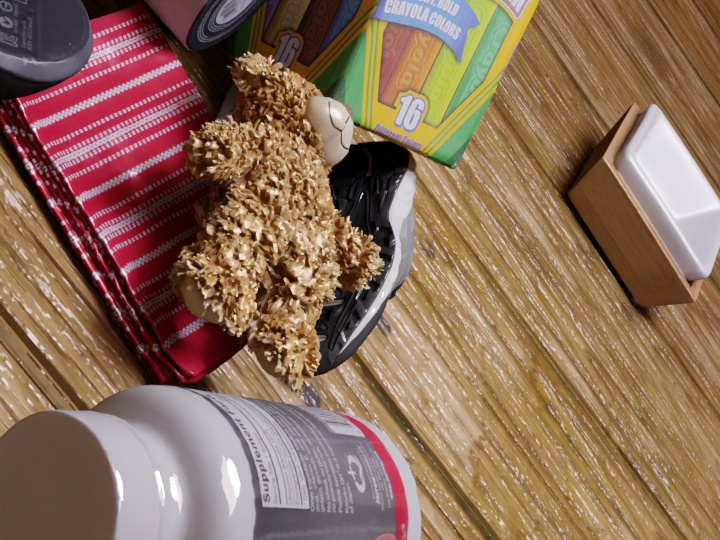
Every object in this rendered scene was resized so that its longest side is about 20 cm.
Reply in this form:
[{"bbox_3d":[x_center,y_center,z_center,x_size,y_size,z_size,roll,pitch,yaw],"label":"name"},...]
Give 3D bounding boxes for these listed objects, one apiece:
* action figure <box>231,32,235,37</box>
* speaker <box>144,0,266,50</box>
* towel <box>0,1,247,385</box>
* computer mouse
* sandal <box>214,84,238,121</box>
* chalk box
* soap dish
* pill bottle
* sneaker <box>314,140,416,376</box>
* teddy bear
[{"bbox_3d":[-0.089,-0.197,1.054,0.200,0.054,0.119,10,51,-62],"label":"action figure"},{"bbox_3d":[-0.135,-0.226,0.918,0.200,0.081,0.081,49,25,7],"label":"speaker"},{"bbox_3d":[-0.109,-0.046,0.856,0.201,0.022,0.144,58,38,0],"label":"towel"},{"bbox_3d":[-0.224,-0.136,0.752,0.199,0.053,0.139,23,44,-29],"label":"computer mouse"},{"bbox_3d":[-0.055,-0.078,0.984,0.083,0.050,0.203,53,28,-11],"label":"sandal"},{"bbox_3d":[0.030,-0.189,0.985,0.124,0.201,0.124,17,13,-43],"label":"chalk box"},{"bbox_3d":[0.275,-0.062,1.516,0.158,0.081,0.200,56,26,-7],"label":"soap dish"},{"bbox_3d":[-0.068,0.109,0.695,0.199,0.110,0.111,15,49,-54],"label":"pill bottle"},{"bbox_3d":[0.000,0.000,0.981,0.201,0.073,0.080,-68,150,-50],"label":"sneaker"},{"bbox_3d":[-0.041,-0.032,0.850,0.145,0.067,0.200,48,37,-15],"label":"teddy bear"}]
